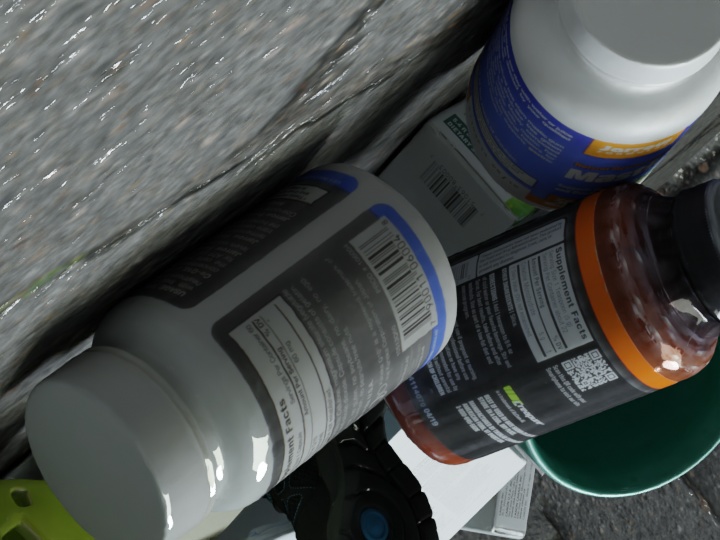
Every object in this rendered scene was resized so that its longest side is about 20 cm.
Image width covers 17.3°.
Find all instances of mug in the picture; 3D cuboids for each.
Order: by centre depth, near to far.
[{"bbox_3d":[0.126,0.034,1.374,0.153,0.184,0.114,-60,-148,12],"label":"mug"}]

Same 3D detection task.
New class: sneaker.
[{"bbox_3d":[-0.013,0.125,1.310,0.073,0.202,0.082,9,151,-40],"label":"sneaker"}]

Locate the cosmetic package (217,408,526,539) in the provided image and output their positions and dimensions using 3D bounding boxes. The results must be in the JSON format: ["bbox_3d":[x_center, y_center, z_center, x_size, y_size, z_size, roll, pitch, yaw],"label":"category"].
[{"bbox_3d":[-0.005,0.150,1.457,0.200,0.052,0.151,-44,150,1],"label":"cosmetic package"}]

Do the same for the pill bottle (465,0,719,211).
[{"bbox_3d":[0.122,-0.107,1.179,0.112,0.112,0.200,-39,174,-15],"label":"pill bottle"}]

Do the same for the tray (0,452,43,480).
[{"bbox_3d":[-0.170,0.117,1.394,0.107,0.022,0.200,-40,174,-1],"label":"tray"}]

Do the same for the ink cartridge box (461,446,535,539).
[{"bbox_3d":[0.059,0.083,1.717,0.173,0.202,0.043,3,171,43],"label":"ink cartridge box"}]

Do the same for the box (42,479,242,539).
[{"bbox_3d":[-0.095,0.094,1.279,0.200,0.082,0.068,-51,158,20],"label":"box"}]

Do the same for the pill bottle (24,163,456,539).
[{"bbox_3d":[-0.056,0.043,1.128,0.200,0.114,0.114,-36,173,-35],"label":"pill bottle"}]

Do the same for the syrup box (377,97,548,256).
[{"bbox_3d":[0.098,-0.073,1.428,0.200,0.079,0.081,-34,171,-47],"label":"syrup box"}]

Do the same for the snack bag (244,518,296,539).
[{"bbox_3d":[-0.087,0.215,1.369,0.199,0.021,0.189,-16,141,-42],"label":"snack bag"}]

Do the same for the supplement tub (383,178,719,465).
[{"bbox_3d":[0.110,0.022,1.217,0.199,0.108,0.107,-23,-177,27],"label":"supplement tub"}]

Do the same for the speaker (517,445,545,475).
[{"bbox_3d":[0.086,0.032,1.519,0.081,0.200,0.081,-39,174,-5],"label":"speaker"}]

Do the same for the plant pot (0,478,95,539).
[{"bbox_3d":[-0.169,0.215,1.179,0.181,0.201,0.199,-26,166,-49],"label":"plant pot"}]
